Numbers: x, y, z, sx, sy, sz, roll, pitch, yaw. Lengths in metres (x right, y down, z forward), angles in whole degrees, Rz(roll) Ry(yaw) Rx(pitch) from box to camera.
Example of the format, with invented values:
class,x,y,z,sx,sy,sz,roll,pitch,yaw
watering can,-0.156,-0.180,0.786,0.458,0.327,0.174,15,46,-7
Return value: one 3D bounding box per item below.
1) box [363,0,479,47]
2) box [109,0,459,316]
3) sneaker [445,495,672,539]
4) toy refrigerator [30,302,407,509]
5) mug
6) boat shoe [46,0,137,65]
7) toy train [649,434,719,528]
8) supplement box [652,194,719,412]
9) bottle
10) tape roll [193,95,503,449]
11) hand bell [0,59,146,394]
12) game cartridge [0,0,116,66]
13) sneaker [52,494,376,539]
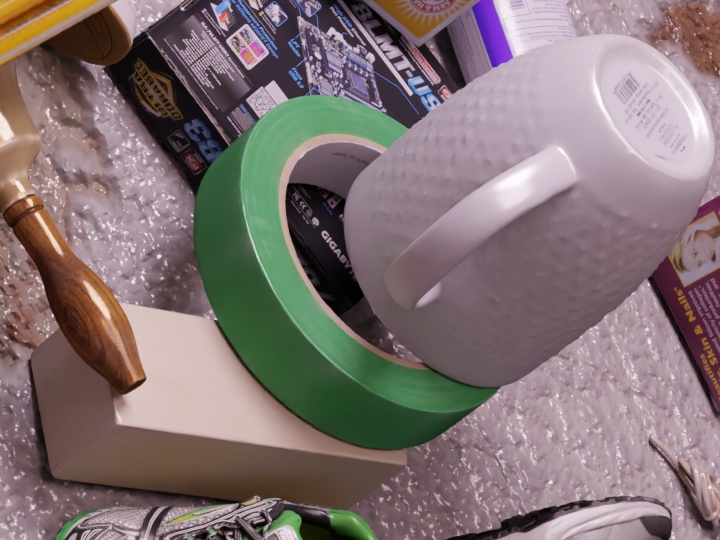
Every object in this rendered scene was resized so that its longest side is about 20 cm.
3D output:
class,x,y,z,sx,sy,sz,roll,pitch,yaw
box,0.029,-0.254,1.716,0.112,0.101,0.201,37,30,-32
box,-0.028,-0.095,1.658,0.200,0.050,0.199,52,42,-7
sneaker,0.108,0.180,1.627,0.199,0.074,0.080,-15,88,-41
toy refrigerator,-0.076,0.077,1.504,0.199,0.070,0.076,11,54,-40
mug,0.086,-0.034,1.479,0.148,0.175,0.200,55,38,5
boat shoe,-0.190,-0.203,1.547,0.200,0.071,0.069,47,46,-12
toy train,0.279,0.166,1.754,0.200,0.115,0.085,53,42,-8
supplement box,0.300,-0.011,1.810,0.103,0.200,0.132,-22,84,-48
bottle,0.109,-0.120,1.790,0.083,0.065,0.201,-6,73,-44
tape roll,0.000,0.000,1.546,0.200,0.048,0.201,27,44,-29
hand bell,-0.169,-0.023,1.419,0.104,0.104,0.201,-20,73,-47
game cartridge,-0.228,-0.145,1.399,0.176,0.199,0.033,-37,131,-48
sneaker,-0.076,0.147,1.451,0.199,0.085,0.079,-3,70,-44
